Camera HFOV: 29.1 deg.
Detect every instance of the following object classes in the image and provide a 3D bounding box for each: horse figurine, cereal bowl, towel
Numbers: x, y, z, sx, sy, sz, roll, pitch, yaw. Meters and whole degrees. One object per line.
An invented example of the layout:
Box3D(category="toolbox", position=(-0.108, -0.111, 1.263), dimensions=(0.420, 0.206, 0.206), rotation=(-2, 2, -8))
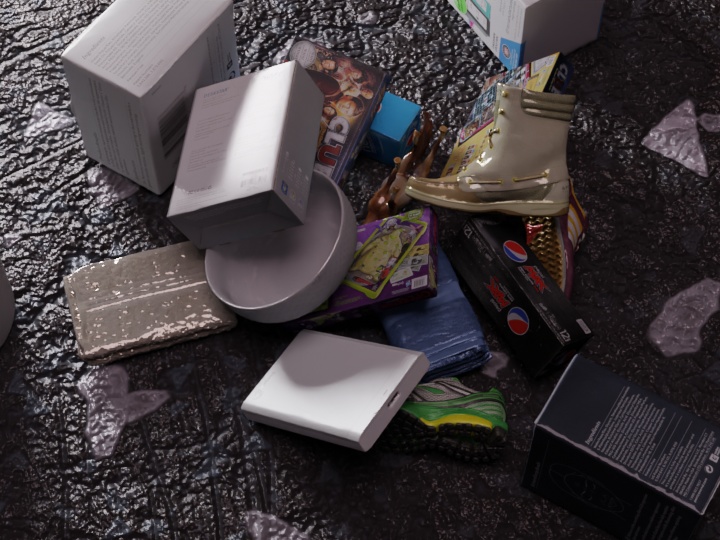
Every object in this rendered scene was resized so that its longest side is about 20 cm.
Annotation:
Box3D(category="horse figurine", position=(0.050, -0.114, 1.761), dimensions=(0.050, 0.133, 0.200), rotation=(31, 51, 4))
Box3D(category="cereal bowl", position=(-0.086, -0.020, 1.670), dimensions=(0.199, 0.083, 0.201), rotation=(-18, 50, 22))
Box3D(category="towel", position=(0.073, 0.042, 1.690), dimensions=(0.111, 0.049, 0.201), rotation=(-18, 59, -9))
Box3D(category="towel", position=(-0.258, 0.038, 1.701), dimensions=(0.198, 0.035, 0.133), rotation=(-13, 59, -10))

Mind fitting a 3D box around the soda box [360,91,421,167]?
Box3D(category="soda box", position=(-0.022, -0.213, 1.846), dimensions=(0.199, 0.064, 0.068), rotation=(24, 60, 15))

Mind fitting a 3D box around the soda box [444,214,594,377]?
Box3D(category="soda box", position=(0.189, 0.026, 1.668), dimensions=(0.063, 0.071, 0.201), rotation=(-13, 60, -41))

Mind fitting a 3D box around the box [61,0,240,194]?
Box3D(category="box", position=(-0.262, -0.246, 1.784), dimensions=(0.130, 0.200, 0.200), rotation=(28, 61, 17))

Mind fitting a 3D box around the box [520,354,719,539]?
Box3D(category="box", position=(0.292, 0.210, 1.523), dimensions=(0.199, 0.149, 0.107), rotation=(27, 60, 16))

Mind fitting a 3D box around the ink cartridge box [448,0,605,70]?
Box3D(category="ink cartridge box", position=(0.224, -0.404, 1.922), dimensions=(0.145, 0.147, 0.200), rotation=(-27, 60, -16))

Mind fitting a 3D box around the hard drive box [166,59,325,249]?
Box3D(category="hard drive box", position=(-0.136, -0.141, 1.682), dimensions=(0.155, 0.077, 0.201), rotation=(-11, 53, 28))

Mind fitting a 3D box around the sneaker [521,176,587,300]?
Box3D(category="sneaker", position=(0.249, -0.034, 1.727), dimensions=(0.090, 0.075, 0.202), rotation=(9, 73, -40))

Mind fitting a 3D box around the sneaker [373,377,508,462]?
Box3D(category="sneaker", position=(0.073, 0.163, 1.607), dimensions=(0.198, 0.078, 0.086), rotation=(11, 42, 4))

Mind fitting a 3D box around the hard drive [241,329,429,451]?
Box3D(category="hard drive", position=(-0.031, 0.133, 1.582), dimensions=(0.199, 0.026, 0.132), rotation=(9, 51, 45))

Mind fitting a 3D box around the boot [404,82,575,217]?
Box3D(category="boot", position=(0.155, -0.147, 1.658), dimensions=(0.198, 0.072, 0.156), rotation=(4, 100, 8))

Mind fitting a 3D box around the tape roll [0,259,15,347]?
Box3D(category="tape roll", position=(-0.523, 0.019, 1.648), dimensions=(0.201, 0.140, 0.204), rotation=(0, 57, 0))

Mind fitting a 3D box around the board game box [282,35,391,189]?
Box3D(category="board game box", position=(-0.062, -0.184, 1.781), dimensions=(0.135, 0.035, 0.201), rotation=(23, 89, 14))

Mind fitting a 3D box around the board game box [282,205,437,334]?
Box3D(category="board game box", position=(0.000, 0.000, 1.676), dimensions=(0.199, 0.032, 0.121), rotation=(-15, 56, 25))

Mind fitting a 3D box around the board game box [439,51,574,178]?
Box3D(category="board game box", position=(0.188, -0.185, 1.798), dimensions=(0.135, 0.035, 0.201), rotation=(-13, 42, 48))
